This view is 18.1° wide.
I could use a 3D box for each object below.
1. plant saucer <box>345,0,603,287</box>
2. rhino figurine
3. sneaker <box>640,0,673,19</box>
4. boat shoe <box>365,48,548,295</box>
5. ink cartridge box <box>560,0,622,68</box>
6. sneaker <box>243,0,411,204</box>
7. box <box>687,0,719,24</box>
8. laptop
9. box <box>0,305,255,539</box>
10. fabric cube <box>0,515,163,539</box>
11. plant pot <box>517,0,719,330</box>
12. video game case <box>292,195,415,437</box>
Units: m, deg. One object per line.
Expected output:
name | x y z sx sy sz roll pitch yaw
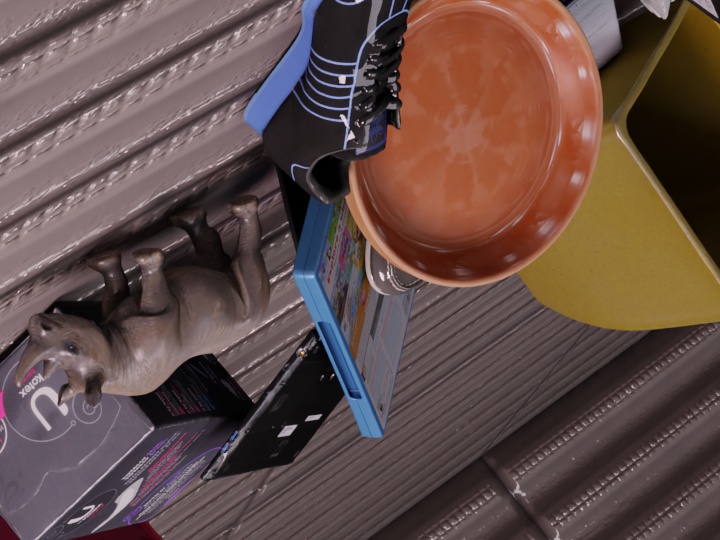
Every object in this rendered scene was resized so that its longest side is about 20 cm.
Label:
plant saucer | 0.069 -0.090 1.445 0.200 0.201 0.032 -36 -152 -21
rhino figurine | -0.131 0.028 1.384 0.060 0.088 0.200 3 -155 46
sneaker | 0.206 -0.225 1.526 0.081 0.076 0.200 -51 -176 2
boat shoe | 0.068 -0.072 1.493 0.067 0.057 0.201 38 75 -40
ink cartridge box | 0.102 -0.138 1.646 0.196 0.043 0.200 -40 165 1
sneaker | 0.000 -0.117 1.311 0.070 0.078 0.200 -31 166 -35
box | 0.218 -0.256 1.241 0.164 0.086 0.200 -40 136 -5
laptop | -0.053 0.033 1.556 0.200 0.103 0.177 -53 166 10
box | -0.170 0.099 1.503 0.122 0.106 0.200 -44 168 12
fabric cube | -0.256 0.272 1.650 0.199 0.200 0.196 -49 165 29
plant pot | 0.205 -0.069 1.783 0.199 0.195 0.196 -19 -154 41
video game case | 0.000 0.000 1.507 0.200 0.018 0.144 69 29 -53
